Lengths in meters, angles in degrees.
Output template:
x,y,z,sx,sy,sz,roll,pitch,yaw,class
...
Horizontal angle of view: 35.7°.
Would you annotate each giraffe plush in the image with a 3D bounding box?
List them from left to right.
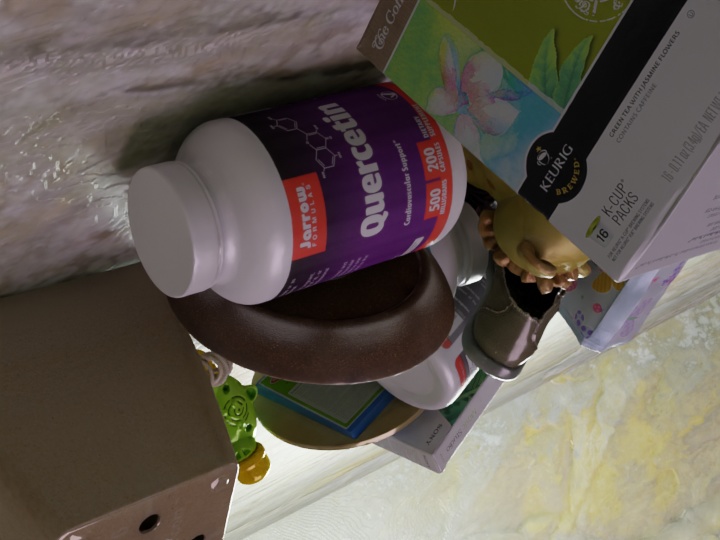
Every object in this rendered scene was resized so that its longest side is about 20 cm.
x,y,z,sx,sy,sz,roll,pitch,yaw,class
0.125,-0.071,0.813,0.172,0.163,0.200,-18,161,-37,giraffe plush

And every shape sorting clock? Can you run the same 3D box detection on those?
x,y,z,sx,sy,sz,roll,pitch,yaw,class
-0.014,0.107,1.130,0.199,0.200,0.039,-25,132,-16,shape sorting clock

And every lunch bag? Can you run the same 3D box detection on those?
x,y,z,sx,sy,sz,roll,pitch,yaw,class
0.243,-0.044,1.007,0.200,0.126,0.170,-72,-173,-56,lunch bag

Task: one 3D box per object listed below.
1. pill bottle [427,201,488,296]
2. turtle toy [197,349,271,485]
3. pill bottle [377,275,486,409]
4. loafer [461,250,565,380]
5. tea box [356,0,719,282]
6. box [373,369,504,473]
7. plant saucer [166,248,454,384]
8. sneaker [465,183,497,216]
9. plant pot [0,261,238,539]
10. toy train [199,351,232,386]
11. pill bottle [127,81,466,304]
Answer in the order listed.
x,y,z,sx,sy,sz,roll,pitch,yaw,class
0.000,0.000,0.883,0.199,0.111,0.111,-16,161,-22,pill bottle
-0.188,0.159,1.078,0.199,0.147,0.101,-28,-161,-3,turtle toy
0.094,0.028,1.079,0.200,0.116,0.116,-47,176,-32,pill bottle
0.142,0.008,0.910,0.070,0.075,0.201,-54,-173,39,loafer
0.144,-0.117,0.587,0.199,0.197,0.134,-13,139,-49,tea box
0.040,0.113,1.155,0.145,0.199,0.036,-50,139,-26,box
-0.031,0.000,0.754,0.199,0.200,0.032,-19,134,-34,plant saucer
0.084,-0.065,0.968,0.200,0.076,0.116,-40,158,3,sneaker
-0.193,0.142,0.767,0.199,0.177,0.201,-17,135,-39,plant pot
-0.192,0.086,0.927,0.199,0.085,0.116,-29,152,-2,toy train
-0.037,-0.047,0.693,0.199,0.113,0.113,-19,162,-35,pill bottle
